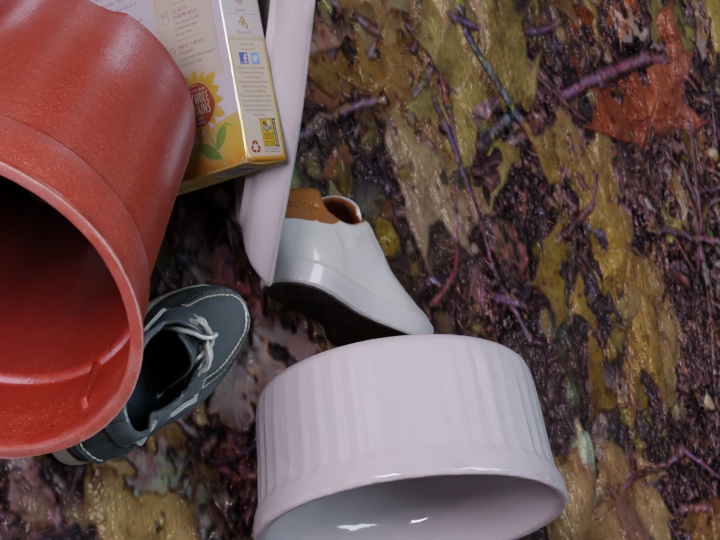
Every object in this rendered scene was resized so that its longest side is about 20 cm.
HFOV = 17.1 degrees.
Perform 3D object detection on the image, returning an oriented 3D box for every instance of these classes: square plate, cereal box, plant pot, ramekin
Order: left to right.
[{"bbox_3d":[-0.185,-0.039,1.281,0.201,0.200,0.196,57,30,-26],"label":"plant pot"},{"bbox_3d":[-0.121,-0.147,1.433,0.039,0.144,0.201,-4,83,-47],"label":"cereal box"},{"bbox_3d":[-0.055,-0.116,1.486,0.200,0.028,0.199,-101,-161,-69],"label":"square plate"},{"bbox_3d":[0.026,0.115,1.518,0.200,0.200,0.098,21,54,-51],"label":"ramekin"}]

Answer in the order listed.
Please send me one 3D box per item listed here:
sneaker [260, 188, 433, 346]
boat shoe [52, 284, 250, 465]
[{"bbox_3d":[0.000,0.000,1.599,0.200,0.072,0.085,40,51,-60],"label":"sneaker"},{"bbox_3d":[-0.113,0.060,1.447,0.200,0.062,0.073,-36,108,-54],"label":"boat shoe"}]
